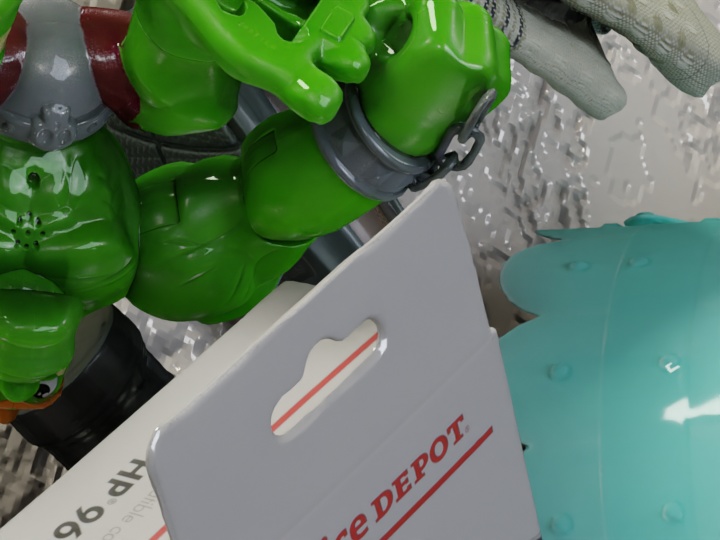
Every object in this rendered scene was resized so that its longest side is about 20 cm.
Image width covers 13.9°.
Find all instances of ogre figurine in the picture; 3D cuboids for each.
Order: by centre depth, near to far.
[{"bbox_3d":[-0.074,-0.031,0.702,0.199,0.120,0.099,-13,61,-26],"label":"ogre figurine"}]

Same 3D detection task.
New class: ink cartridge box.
[{"bbox_3d":[-0.014,0.085,0.690,0.116,0.068,0.201,-41,130,-39],"label":"ink cartridge box"}]

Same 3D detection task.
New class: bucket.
[{"bbox_3d":[0.127,0.079,0.841,0.207,0.134,0.209,-8,90,-71],"label":"bucket"}]

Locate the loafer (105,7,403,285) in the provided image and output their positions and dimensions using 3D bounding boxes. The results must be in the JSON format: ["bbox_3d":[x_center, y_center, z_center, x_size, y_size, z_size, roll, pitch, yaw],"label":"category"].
[{"bbox_3d":[0.000,0.000,0.829,0.201,0.072,0.063,58,47,-19],"label":"loafer"}]

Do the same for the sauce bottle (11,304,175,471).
[{"bbox_3d":[-0.019,0.087,0.803,0.200,0.066,0.066,49,56,-25],"label":"sauce bottle"}]

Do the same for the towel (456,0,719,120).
[{"bbox_3d":[-0.006,-0.129,0.770,0.199,0.035,0.193,24,26,-39],"label":"towel"}]
